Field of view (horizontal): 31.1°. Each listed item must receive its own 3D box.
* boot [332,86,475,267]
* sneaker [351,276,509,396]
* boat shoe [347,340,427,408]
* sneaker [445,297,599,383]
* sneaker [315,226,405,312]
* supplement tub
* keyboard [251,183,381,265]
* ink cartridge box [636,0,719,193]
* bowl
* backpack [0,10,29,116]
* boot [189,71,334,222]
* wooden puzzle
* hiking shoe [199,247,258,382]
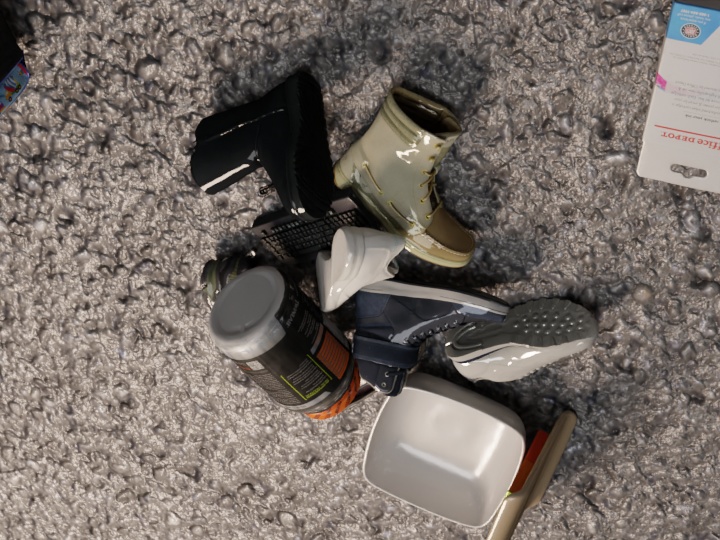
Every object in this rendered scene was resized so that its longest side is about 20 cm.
[{"bbox_3d":[0.079,-0.106,1.502,0.199,0.072,0.155,37,131,-3],"label":"boot"},{"bbox_3d":[0.082,0.087,1.596,0.200,0.077,0.148,7,91,23],"label":"sneaker"},{"bbox_3d":[0.011,0.139,1.702,0.067,0.057,0.199,45,125,-14],"label":"boat shoe"},{"bbox_3d":[0.207,0.093,1.606,0.198,0.077,0.081,-11,131,29],"label":"sneaker"},{"bbox_3d":[0.000,0.000,1.550,0.087,0.076,0.200,-5,167,-16],"label":"sneaker"},{"bbox_3d":[-0.089,0.096,1.613,0.121,0.124,0.200,-16,137,27],"label":"supplement tub"},{"bbox_3d":[-0.069,-0.066,1.576,0.199,0.021,0.128,-15,118,48],"label":"keyboard"},{"bbox_3d":[0.365,-0.189,1.355,0.114,0.068,0.202,13,125,10],"label":"ink cartridge box"},{"bbox_3d":[0.114,0.227,1.716,0.197,0.075,0.202,22,128,4],"label":"bowl"},{"bbox_3d":[-0.529,-0.245,1.559,0.198,0.184,0.135,11,144,28],"label":"backpack"},{"bbox_3d":[-0.118,-0.119,1.501,0.167,0.202,0.076,-23,146,29],"label":"boot"},{"bbox_3d":[0.203,0.291,1.657,0.037,0.200,0.187,28,128,16],"label":"wooden puzzle"},{"bbox_3d":[-0.128,0.068,1.690,0.100,0.076,0.201,-16,116,31],"label":"hiking shoe"}]
